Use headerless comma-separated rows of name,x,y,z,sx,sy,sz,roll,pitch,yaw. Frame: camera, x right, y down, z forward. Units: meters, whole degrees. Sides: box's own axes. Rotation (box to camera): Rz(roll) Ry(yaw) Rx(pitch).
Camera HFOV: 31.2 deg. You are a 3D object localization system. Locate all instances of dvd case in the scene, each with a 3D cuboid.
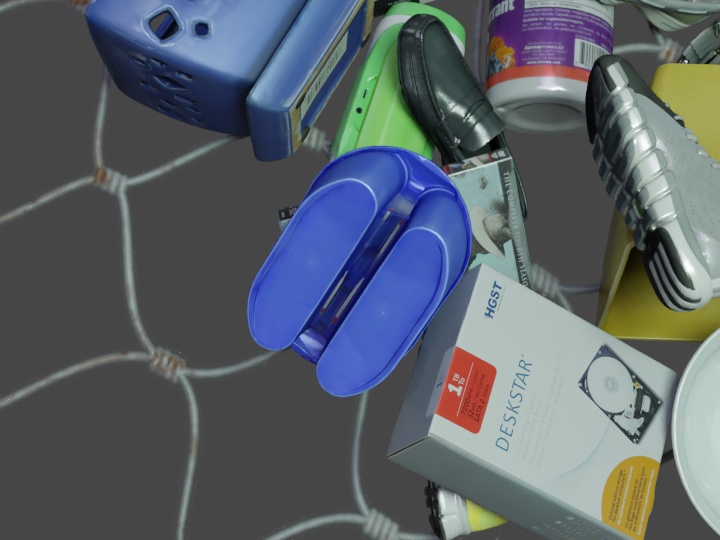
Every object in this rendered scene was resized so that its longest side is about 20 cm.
dvd case,0.042,-0.012,1.090,0.198,0.147,0.022,-15,32,-2

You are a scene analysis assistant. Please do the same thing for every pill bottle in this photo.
pill bottle,0.168,-0.229,1.136,0.110,0.111,0.202,4,77,4

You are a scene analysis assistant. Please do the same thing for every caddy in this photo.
caddy,0.000,0.000,1.017,0.141,0.105,0.201,34,112,0

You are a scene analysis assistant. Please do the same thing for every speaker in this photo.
speaker,0.028,-0.129,1.134,0.088,0.088,0.202,17,78,7

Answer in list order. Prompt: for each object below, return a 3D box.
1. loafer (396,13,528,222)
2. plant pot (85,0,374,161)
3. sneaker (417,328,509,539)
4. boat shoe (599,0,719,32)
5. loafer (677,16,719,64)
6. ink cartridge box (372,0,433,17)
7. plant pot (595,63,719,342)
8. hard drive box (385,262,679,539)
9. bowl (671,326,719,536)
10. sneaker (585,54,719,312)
loafer,0.091,-0.124,1.087,0.068,0.070,0.202,-44,122,-32
plant pot,-0.097,-0.216,1.107,0.179,0.200,0.201,32,80,3
sneaker,0.096,0.121,1.084,0.089,0.078,0.202,-3,83,-6
boat shoe,0.249,-0.257,1.098,0.064,0.201,0.075,-7,74,40
loafer,0.346,-0.215,1.136,0.200,0.063,0.072,-40,67,2
ink cartridge box,0.030,-0.332,1.195,0.094,0.037,0.202,-15,66,-1
plant pot,0.301,-0.059,1.057,0.198,0.200,0.178,2,67,3
hard drive box,0.139,0.114,1.023,0.199,0.077,0.157,27,61,-15
bowl,0.337,0.133,1.049,0.199,0.090,0.203,0,82,-3
sneaker,0.241,-0.072,0.929,0.114,0.075,0.202,-13,70,-11
